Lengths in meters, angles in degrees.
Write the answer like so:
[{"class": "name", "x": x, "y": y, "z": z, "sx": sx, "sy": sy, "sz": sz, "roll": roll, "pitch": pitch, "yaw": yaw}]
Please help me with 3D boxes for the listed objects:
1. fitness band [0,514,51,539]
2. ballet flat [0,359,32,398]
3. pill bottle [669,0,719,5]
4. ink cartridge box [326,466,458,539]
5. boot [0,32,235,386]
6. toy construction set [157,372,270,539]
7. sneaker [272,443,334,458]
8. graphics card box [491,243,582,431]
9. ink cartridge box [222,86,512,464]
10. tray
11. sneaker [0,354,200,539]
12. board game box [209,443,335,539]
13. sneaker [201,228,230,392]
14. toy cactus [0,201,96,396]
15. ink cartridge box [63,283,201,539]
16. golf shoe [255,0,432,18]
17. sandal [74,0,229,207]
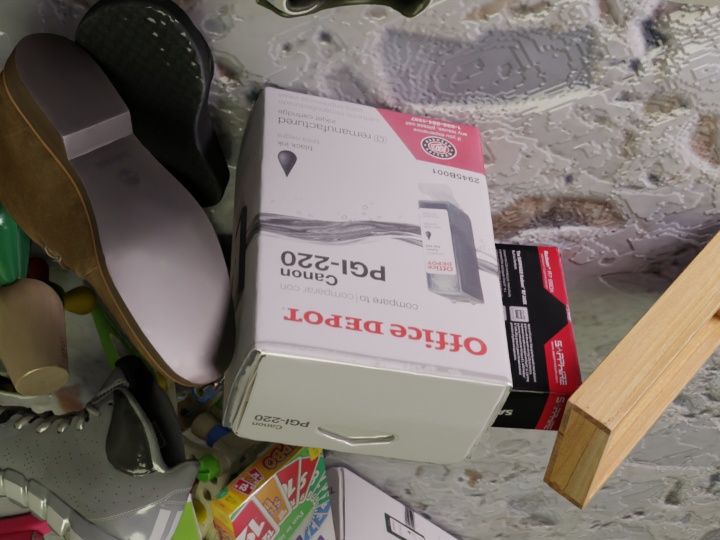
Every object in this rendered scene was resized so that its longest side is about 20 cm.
[{"class": "fitness band", "x": -0.356, "y": 0.211, "z": 1.106, "sx": 0.199, "sy": 0.038, "sz": 0.144, "roll": -9, "pitch": 140, "yaw": 8}, {"class": "ballet flat", "x": -0.256, "y": 0.053, "z": 0.840, "sx": 0.069, "sy": 0.070, "sz": 0.200, "roll": -4, "pitch": 167, "yaw": 4}, {"class": "pill bottle", "x": 0.156, "y": -0.221, "z": 0.521, "sx": 0.112, "sy": 0.113, "sz": 0.200, "roll": -4, "pitch": 142, "yaw": 3}, {"class": "ink cartridge box", "x": -0.011, "y": 0.276, "z": 1.157, "sx": 0.146, "sy": 0.085, "sz": 0.200, "roll": -28, "pitch": 134, "yaw": 28}, {"class": "boot", "x": -0.135, "y": -0.021, "z": 0.658, "sx": 0.075, "sy": 0.201, "sz": 0.073, "roll": -37, "pitch": 170, "yaw": 39}, {"class": "toy construction set", "x": -0.128, "y": 0.166, "z": 0.993, "sx": 0.131, "sy": 0.092, "sz": 0.200, "roll": 41, "pitch": 146, "yaw": 20}, {"class": "sneaker", "x": -0.011, "y": 0.080, "z": 0.942, "sx": 0.200, "sy": 0.070, "sz": 0.082, "roll": -33, "pitch": 110, "yaw": 34}, {"class": "graphics card box", "x": 0.039, "y": 0.039, "z": 0.831, "sx": 0.199, "sy": 0.126, "sz": 0.051, "roll": 4, "pitch": 142, "yaw": -8}, {"class": "ink cartridge box", "x": 0.000, "y": 0.000, "z": 0.721, "sx": 0.145, "sy": 0.201, "sz": 0.085, "roll": 9, "pitch": 140, "yaw": -13}, {"class": "tray", "x": 0.197, "y": 0.057, "z": 0.823, "sx": 0.037, "sy": 0.200, "sz": 0.099, "roll": 36, "pitch": 148, "yaw": 23}, {"class": "sneaker", "x": -0.182, "y": 0.092, "z": 0.772, "sx": 0.199, "sy": 0.075, "sz": 0.116, "roll": 29, "pitch": 99, "yaw": 11}, {"class": "board game box", "x": -0.061, "y": 0.213, "z": 0.966, "sx": 0.030, "sy": 0.095, "sz": 0.201, "roll": 30, "pitch": 144, "yaw": 29}, {"class": "sneaker", "x": -0.127, "y": 0.001, "z": 0.811, "sx": 0.080, "sy": 0.075, "sz": 0.200, "roll": -31, "pitch": 140, "yaw": -7}, {"class": "toy cactus", "x": -0.201, "y": -0.003, "z": 0.755, "sx": 0.102, "sy": 0.166, "sz": 0.200, "roll": -15, "pitch": 149, "yaw": -16}, {"class": "ink cartridge box", "x": -0.178, "y": 0.132, "z": 0.872, "sx": 0.075, "sy": 0.148, "sz": 0.201, "roll": -22, "pitch": 123, "yaw": -21}, {"class": "golf shoe", "x": -0.051, "y": -0.167, "z": 0.596, "sx": 0.199, "sy": 0.098, "sz": 0.078, "roll": 3, "pitch": 143, "yaw": -3}, {"class": "sandal", "x": -0.114, "y": -0.104, "z": 0.715, "sx": 0.075, "sy": 0.048, "sz": 0.201, "roll": 13, "pitch": 156, "yaw": 5}]
